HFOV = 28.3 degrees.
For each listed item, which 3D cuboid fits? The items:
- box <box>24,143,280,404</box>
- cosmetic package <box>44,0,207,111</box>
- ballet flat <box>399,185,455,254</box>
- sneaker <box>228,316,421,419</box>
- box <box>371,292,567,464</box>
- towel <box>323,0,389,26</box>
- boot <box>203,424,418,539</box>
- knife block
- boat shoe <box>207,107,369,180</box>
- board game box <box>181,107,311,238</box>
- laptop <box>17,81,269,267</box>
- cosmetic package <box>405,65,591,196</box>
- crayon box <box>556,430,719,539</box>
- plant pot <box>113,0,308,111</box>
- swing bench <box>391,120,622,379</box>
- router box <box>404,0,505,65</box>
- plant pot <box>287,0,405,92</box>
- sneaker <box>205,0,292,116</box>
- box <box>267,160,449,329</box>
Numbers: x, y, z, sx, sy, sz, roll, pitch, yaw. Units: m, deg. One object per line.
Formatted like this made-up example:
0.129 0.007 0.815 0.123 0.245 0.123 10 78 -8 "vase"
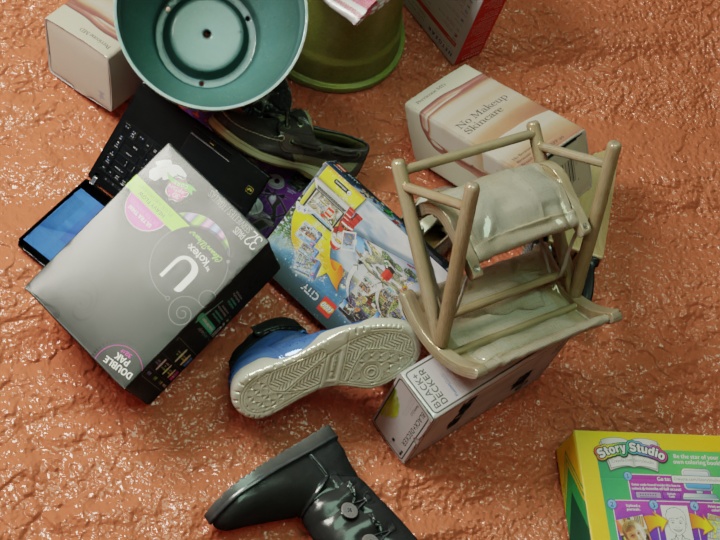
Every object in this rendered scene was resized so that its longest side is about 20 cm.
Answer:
-0.202 0.007 1.417 0.148 0.124 0.200 43 83 11 "box"
-0.254 -0.286 1.627 0.103 0.088 0.200 32 56 17 "cosmetic package"
0.068 -0.042 1.598 0.068 0.067 0.200 37 57 8 "ballet flat"
-0.041 0.080 1.458 0.198 0.077 0.111 -20 24 -2 "sneaker"
0.117 0.111 1.494 0.199 0.117 0.060 -29 71 -28 "box"
0.004 -0.367 1.575 0.146 0.030 0.200 41 58 10 "towel"
-0.033 0.271 1.392 0.164 0.066 0.201 -30 77 -27 "boot"
0.253 -0.029 1.648 0.199 0.064 0.176 -23 69 -27 "knife block"
-0.076 -0.149 1.577 0.200 0.066 0.072 20 21 -36 "boat shoe"
-0.161 -0.116 1.601 0.199 0.032 0.120 36 53 7 "board game box"
-0.228 -0.064 1.501 0.177 0.201 0.103 37 18 6 "laptop"
0.154 -0.142 1.609 0.103 0.088 0.200 -36 45 -21 "cosmetic package"
0.317 0.260 1.500 0.198 0.058 0.174 4 58 -14 "crayon box"
-0.161 -0.260 1.513 0.198 0.134 0.203 0 87 -9 "plant pot"
0.147 -0.023 1.416 0.198 0.202 0.129 -17 25 -33 "swing bench"
0.098 -0.385 1.743 0.049 0.180 0.201 -27 71 -27 "router box"
-0.020 -0.346 1.682 0.198 0.185 0.202 7 59 -12 "plant pot"
-0.134 -0.259 1.631 0.077 0.086 0.202 -15 94 -1 "sneaker"
0.000 0.000 1.519 0.200 0.137 0.038 43 18 10 "box"
